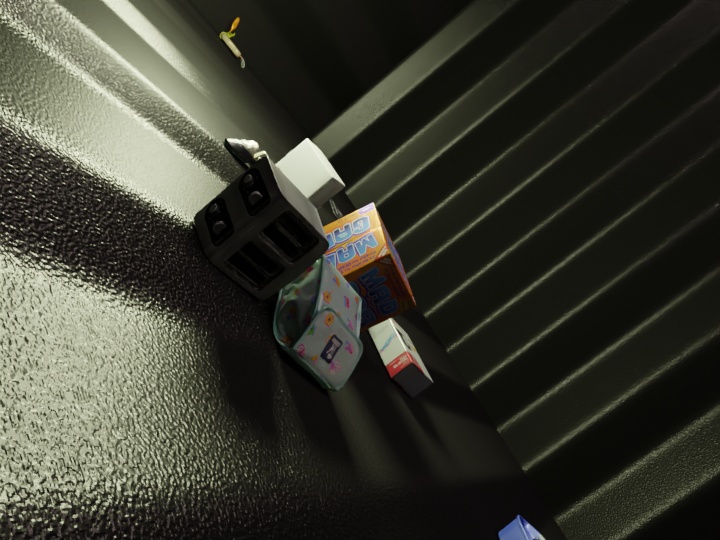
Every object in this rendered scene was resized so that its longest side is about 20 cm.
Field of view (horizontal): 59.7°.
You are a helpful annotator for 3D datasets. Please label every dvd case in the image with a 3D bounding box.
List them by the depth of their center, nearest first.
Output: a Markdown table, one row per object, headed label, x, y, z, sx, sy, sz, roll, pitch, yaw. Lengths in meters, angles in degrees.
| label | x | y | z | sx | sy | sz | roll | pitch | yaw |
| --- | --- | --- | --- | --- | --- | --- | --- | --- | --- |
| dvd case | -0.078 | -0.235 | 2.989 | 0.201 | 0.016 | 0.150 | 51 | 10 | -30 |

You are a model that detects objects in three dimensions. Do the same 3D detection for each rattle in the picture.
| label | x | y | z | sx | sy | sz | roll | pitch | yaw |
| --- | --- | --- | --- | --- | --- | --- | --- | --- | --- |
| rattle | -0.618 | -1.161 | 3.216 | 0.201 | 0.142 | 0.131 | 50 | -12 | 13 |

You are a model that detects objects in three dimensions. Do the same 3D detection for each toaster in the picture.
| label | x | y | z | sx | sy | sz | roll | pitch | yaw |
| --- | --- | --- | --- | --- | --- | --- | --- | --- | --- |
| toaster | -0.170 | -0.067 | 1.118 | 0.200 | 0.179 | 0.120 | 44 | 14 | -45 |

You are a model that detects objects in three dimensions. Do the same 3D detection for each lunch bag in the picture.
| label | x | y | z | sx | sy | sz | roll | pitch | yaw |
| --- | --- | --- | --- | --- | --- | --- | --- | --- | --- |
| lunch bag | -0.075 | 0.102 | 1.168 | 0.171 | 0.119 | 0.204 | 51 | 32 | -44 |

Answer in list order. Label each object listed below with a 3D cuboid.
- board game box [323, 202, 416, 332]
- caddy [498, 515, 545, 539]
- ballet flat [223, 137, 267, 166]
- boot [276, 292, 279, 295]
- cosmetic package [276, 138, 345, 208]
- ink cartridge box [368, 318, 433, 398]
| label | x | y | z | sx | sy | sz | roll | pitch | yaw |
| --- | --- | --- | --- | --- | --- | --- | --- | --- | --- |
| board game box | 0.000 | 0.000 | 1.587 | 0.203 | 0.196 | 0.202 | -106 | 169 | -47 |
| caddy | 0.458 | 0.759 | 1.685 | 0.142 | 0.104 | 0.201 | 49 | 9 | -23 |
| ballet flat | -0.306 | -0.327 | 1.789 | 0.200 | 0.072 | 0.074 | 46 | 10 | -46 |
| boot | -0.170 | -0.039 | 1.310 | 0.176 | 0.069 | 0.199 | 53 | 16 | 10 |
| cosmetic package | -0.179 | -0.323 | 2.186 | 0.168 | 0.166 | 0.200 | 55 | 9 | 8 |
| ink cartridge box | 0.116 | 0.250 | 1.852 | 0.146 | 0.082 | 0.202 | 46 | 12 | -45 |
